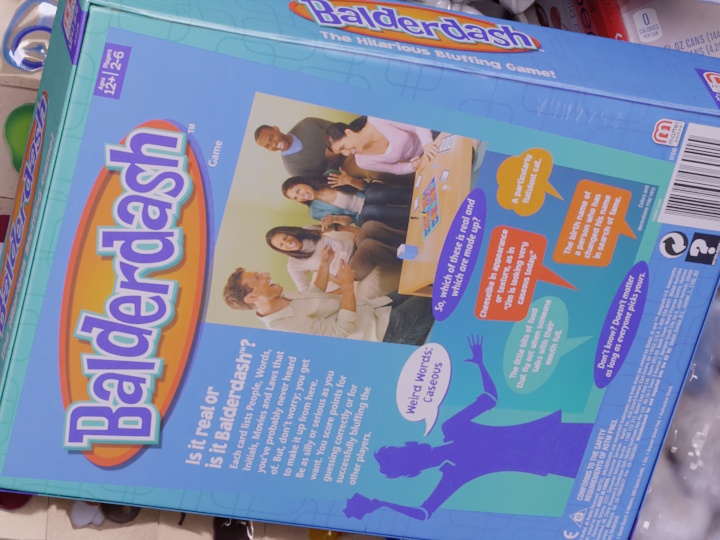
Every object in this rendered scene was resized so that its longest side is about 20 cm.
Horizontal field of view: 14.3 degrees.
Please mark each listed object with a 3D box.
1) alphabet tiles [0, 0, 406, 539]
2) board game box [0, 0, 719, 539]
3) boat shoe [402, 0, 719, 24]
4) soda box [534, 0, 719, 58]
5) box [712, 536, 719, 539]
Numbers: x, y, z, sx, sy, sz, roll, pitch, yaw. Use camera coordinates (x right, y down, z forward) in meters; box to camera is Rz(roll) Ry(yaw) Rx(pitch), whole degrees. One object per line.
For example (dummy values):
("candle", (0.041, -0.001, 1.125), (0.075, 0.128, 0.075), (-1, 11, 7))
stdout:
("alphabet tiles", (-0.024, 0.005, 0.872), (0.199, 0.008, 0.168), (7, 80, -17))
("board game box", (0.000, 0.000, 0.813), (0.199, 0.045, 0.153), (9, 116, -17))
("boat shoe", (0.037, -0.102, 0.842), (0.075, 0.201, 0.087), (-42, 134, -54))
("soda box", (0.154, -0.110, 0.914), (0.199, 0.063, 0.070), (-18, 88, -18))
("box", (0.140, 0.182, 0.839), (0.097, 0.124, 0.201), (-25, 91, -19))
